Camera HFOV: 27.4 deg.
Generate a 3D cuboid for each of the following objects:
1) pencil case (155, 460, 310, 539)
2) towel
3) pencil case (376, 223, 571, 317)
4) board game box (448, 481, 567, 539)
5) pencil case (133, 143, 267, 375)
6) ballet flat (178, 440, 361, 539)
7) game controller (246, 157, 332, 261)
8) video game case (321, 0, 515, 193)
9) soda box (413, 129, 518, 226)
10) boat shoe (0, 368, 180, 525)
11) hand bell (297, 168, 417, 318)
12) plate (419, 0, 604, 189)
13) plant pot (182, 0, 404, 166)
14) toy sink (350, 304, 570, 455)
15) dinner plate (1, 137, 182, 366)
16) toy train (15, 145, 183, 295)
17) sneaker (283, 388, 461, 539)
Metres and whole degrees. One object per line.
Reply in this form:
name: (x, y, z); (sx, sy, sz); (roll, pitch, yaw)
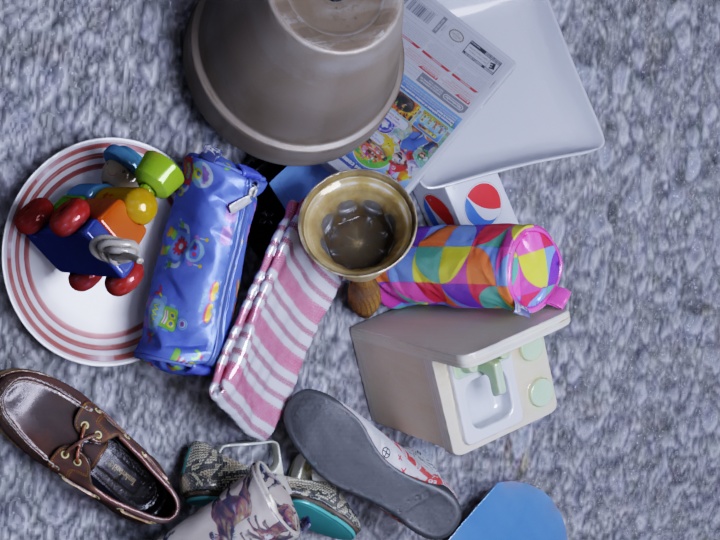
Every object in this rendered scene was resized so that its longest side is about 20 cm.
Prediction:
pencil case: (-0.143, 0.253, 1.309); (0.200, 0.089, 0.078); (-37, 75, 7)
towel: (-0.071, 0.049, 1.343); (0.201, 0.030, 0.146); (-67, 158, -15)
pencil case: (0.098, 0.000, 1.398); (0.088, 0.199, 0.089); (-4, 96, -43)
board game box: (0.129, 0.313, 1.552); (0.200, 0.039, 0.158); (-47, 122, -13)
pencil case: (-0.137, -0.006, 1.293); (0.078, 0.087, 0.201); (15, 89, -43)
ballet flat: (-0.079, 0.199, 1.398); (0.199, 0.068, 0.076); (19, 64, -30)
game controller: (-0.039, -0.095, 1.395); (0.200, 0.042, 0.105); (-45, 116, -19)
video game case: (0.032, -0.166, 1.377); (0.143, 0.018, 0.200); (38, 70, 6)
soda box: (0.115, -0.042, 1.480); (0.064, 0.068, 0.201); (-34, 112, -22)
boat shoe: (-0.236, 0.154, 1.287); (0.200, 0.070, 0.071); (40, 76, -28)
hand bell: (0.000, 0.000, 1.362); (0.103, 0.200, 0.105); (-1, 65, 1)
plate: (0.114, -0.181, 1.429); (0.198, 0.032, 0.201); (-14, 73, -18)
plant pot: (-0.043, -0.209, 1.265); (0.198, 0.174, 0.202); (3, 76, -14)
toy sink: (0.104, 0.097, 1.413); (0.130, 0.200, 0.113); (-22, 106, -28)
dinner plate: (-0.222, -0.016, 1.302); (0.199, 0.024, 0.202); (-5, 99, -31)
toy train: (-0.184, -0.048, 1.186); (0.116, 0.199, 0.085); (-51, 119, -22)
sneaker: (0.006, 0.182, 1.431); (0.201, 0.108, 0.067); (37, 90, -7)
